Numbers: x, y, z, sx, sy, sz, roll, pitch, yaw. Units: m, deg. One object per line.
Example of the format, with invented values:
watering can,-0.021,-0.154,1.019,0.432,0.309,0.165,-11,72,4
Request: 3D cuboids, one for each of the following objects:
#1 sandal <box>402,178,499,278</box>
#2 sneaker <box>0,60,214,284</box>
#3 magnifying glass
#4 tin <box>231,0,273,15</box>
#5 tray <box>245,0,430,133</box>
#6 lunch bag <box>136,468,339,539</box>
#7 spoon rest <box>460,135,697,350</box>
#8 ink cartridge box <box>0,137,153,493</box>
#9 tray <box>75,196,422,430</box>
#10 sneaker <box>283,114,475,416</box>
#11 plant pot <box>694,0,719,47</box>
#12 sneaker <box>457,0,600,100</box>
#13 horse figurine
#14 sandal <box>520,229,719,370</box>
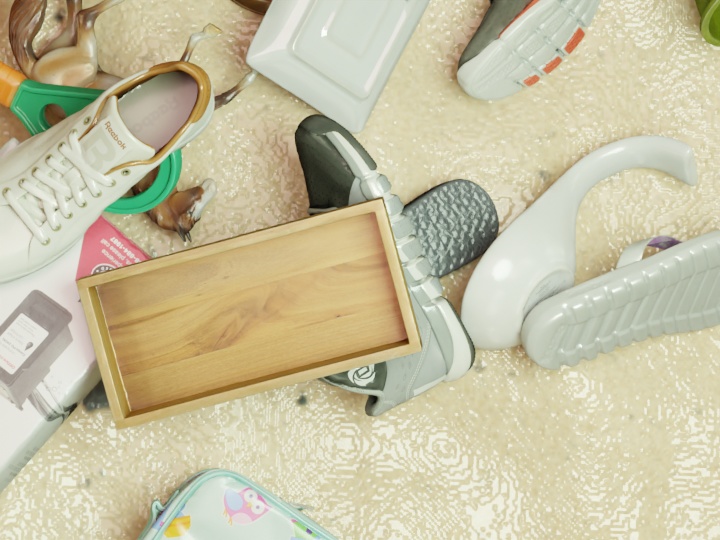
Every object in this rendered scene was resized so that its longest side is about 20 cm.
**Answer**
sandal,0.001,0.000,1.538,0.200,0.043,0.076,-20,93,-15
sneaker,-0.178,-0.069,1.425,0.200,0.085,0.073,-41,89,-8
magnifying glass,-0.208,-0.107,1.502,0.200,0.022,0.080,30,113,1
tin,-0.084,-0.265,1.555,0.112,0.042,0.200,-43,88,-11
tray,0.010,-0.202,1.538,0.107,0.022,0.200,31,82,-32
lunch bag,-0.095,0.232,1.486,0.160,0.077,0.200,35,83,1
spoon rest,0.139,-0.023,1.529,0.200,0.099,0.061,-40,53,-16
ink cartridge box,-0.240,0.038,1.491,0.145,0.083,0.200,41,82,0
tray,-0.069,0.027,1.433,0.199,0.037,0.099,-15,95,5
sneaker,-0.017,0.006,1.473,0.115,0.075,0.200,-32,97,-12
plant pot,0.283,-0.282,1.518,0.200,0.200,0.193,-20,74,-6
sneaker,0.124,-0.205,1.558,0.082,0.077,0.200,37,81,27
horse figurine,-0.161,-0.128,1.525,0.200,0.050,0.133,34,97,-6
sandal,0.194,0.006,1.524,0.202,0.083,0.050,-16,46,-22
